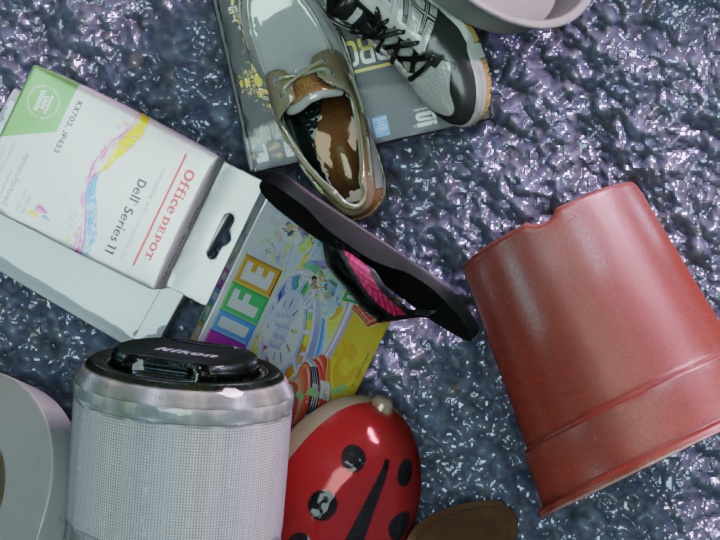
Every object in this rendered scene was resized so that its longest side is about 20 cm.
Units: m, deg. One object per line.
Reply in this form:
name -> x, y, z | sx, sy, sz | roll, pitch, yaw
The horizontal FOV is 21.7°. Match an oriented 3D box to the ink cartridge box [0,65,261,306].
ink cartridge box -> -0.181, -0.062, 1.441 | 0.199, 0.067, 0.118 | 26, 91, 1

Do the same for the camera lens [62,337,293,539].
camera lens -> -0.133, 0.157, 1.358 | 0.158, 0.160, 0.202 | 5, 98, 3

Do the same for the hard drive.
hard drive -> -0.220, -0.037, 1.490 | 0.199, 0.027, 0.133 | 30, 92, 3

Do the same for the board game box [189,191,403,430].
board game box -> -0.059, 0.055, 1.461 | 0.134, 0.034, 0.201 | 25, 92, -15

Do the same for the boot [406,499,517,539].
boot -> 0.040, 0.274, 1.447 | 0.070, 0.199, 0.147 | 36, 128, 23

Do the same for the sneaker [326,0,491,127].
sneaker -> 0.018, -0.186, 1.391 | 0.087, 0.076, 0.201 | -27, 82, -40

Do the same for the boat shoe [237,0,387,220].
boat shoe -> -0.033, -0.134, 1.412 | 0.074, 0.068, 0.201 | -27, 91, 3

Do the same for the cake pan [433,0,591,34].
cake pan -> 0.092, -0.261, 1.411 | 0.201, 0.200, 0.037 | 53, 136, 1

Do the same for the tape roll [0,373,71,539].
tape roll -> -0.300, 0.177, 1.434 | 0.201, 0.037, 0.204 | -15, 62, 30

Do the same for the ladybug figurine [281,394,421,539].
ladybug figurine -> -0.016, 0.191, 1.439 | 0.135, 0.072, 0.202 | 15, 101, -24

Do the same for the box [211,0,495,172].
box -> -0.007, -0.176, 1.468 | 0.198, 0.049, 0.163 | -12, 93, 3

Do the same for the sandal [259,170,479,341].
sandal -> 0.000, 0.000, 1.410 | 0.199, 0.075, 0.045 | 35, 74, -8

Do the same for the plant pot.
plant pot -> 0.182, 0.053, 1.400 | 0.200, 0.201, 0.196 | -25, 81, 3
